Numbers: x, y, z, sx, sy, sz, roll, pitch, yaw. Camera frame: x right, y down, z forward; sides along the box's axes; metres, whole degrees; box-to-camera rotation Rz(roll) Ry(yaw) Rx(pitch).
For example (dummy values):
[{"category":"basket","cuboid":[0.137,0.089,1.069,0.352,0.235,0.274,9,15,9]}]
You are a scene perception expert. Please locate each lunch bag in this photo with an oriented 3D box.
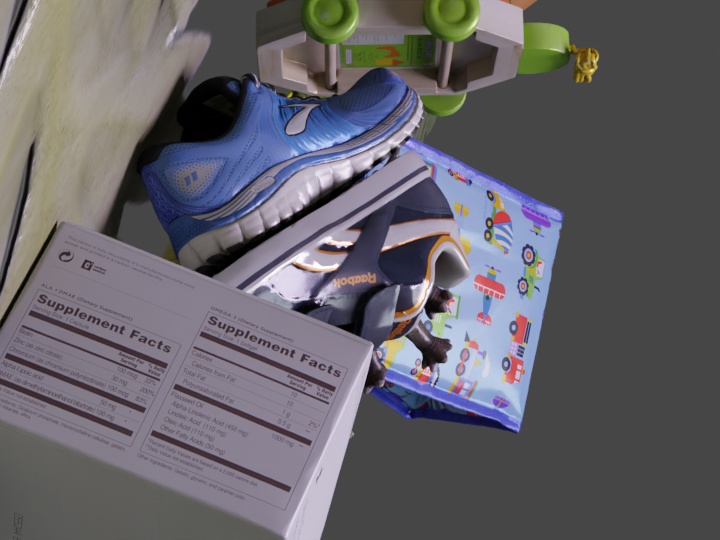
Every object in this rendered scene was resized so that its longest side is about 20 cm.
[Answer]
[{"category":"lunch bag","cuboid":[0.034,0.004,1.503,0.200,0.094,0.151,29,69,-54]}]

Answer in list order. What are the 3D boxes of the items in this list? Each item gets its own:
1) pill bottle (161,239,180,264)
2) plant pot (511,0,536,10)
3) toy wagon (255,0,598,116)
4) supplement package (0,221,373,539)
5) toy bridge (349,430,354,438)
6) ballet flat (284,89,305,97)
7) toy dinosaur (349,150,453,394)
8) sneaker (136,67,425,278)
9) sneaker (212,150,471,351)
[{"category":"pill bottle","cuboid":[-0.083,0.053,1.344,0.109,0.109,0.201,105,8,-58]},{"category":"plant pot","cuboid":[0.072,-0.241,1.430,0.140,0.200,0.200,-50,173,-7]},{"category":"toy wagon","cuboid":[0.039,-0.131,1.394,0.155,0.199,0.040,93,-5,-77]},{"category":"supplement package","cuboid":[-0.096,0.099,1.110,0.200,0.155,0.111,105,8,-55]},{"category":"toy bridge","cuboid":[-0.080,0.159,1.411,0.200,0.067,0.027,-43,-167,-1]},{"category":"ballet flat","cuboid":[-0.029,-0.092,1.545,0.067,0.067,0.200,-54,180,26]},{"category":"toy dinosaur","cuboid":[0.000,0.000,1.307,0.077,0.102,0.201,-8,-129,44]},{"category":"sneaker","cuboid":[-0.041,-0.072,1.240,0.078,0.089,0.200,-36,179,41]},{"category":"sneaker","cuboid":[-0.019,0.013,1.205,0.200,0.080,0.078,-33,177,-35]}]
